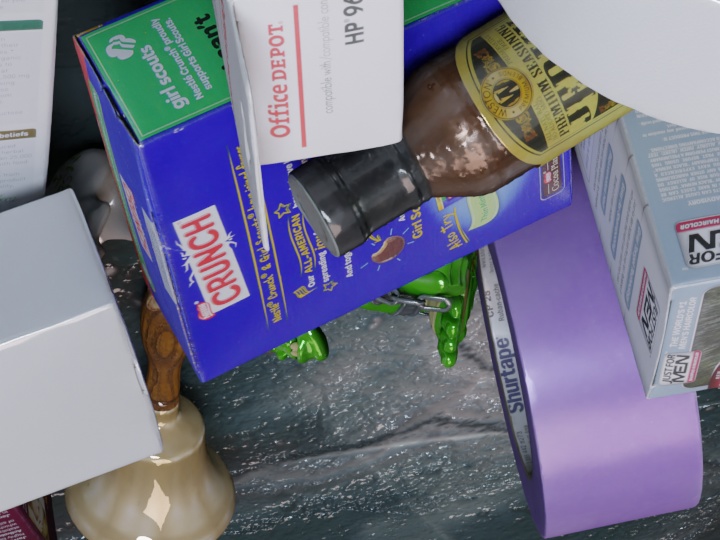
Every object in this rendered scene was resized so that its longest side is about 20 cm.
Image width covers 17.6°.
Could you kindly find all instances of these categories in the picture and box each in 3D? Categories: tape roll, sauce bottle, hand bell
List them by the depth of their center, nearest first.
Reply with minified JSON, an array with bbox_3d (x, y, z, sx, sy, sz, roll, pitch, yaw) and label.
[{"bbox_3d":[0.147,-0.150,0.911,0.202,0.203,0.071,-4,143,-13],"label":"tape roll"},{"bbox_3d":[0.065,-0.072,0.956,0.200,0.065,0.065,-33,151,-8],"label":"sauce bottle"},{"bbox_3d":[0.115,0.035,1.224,0.085,0.201,0.200,-11,150,0],"label":"tape roll"},{"bbox_3d":[-0.115,0.065,1.333,0.104,0.104,0.200,-4,136,-14],"label":"hand bell"}]

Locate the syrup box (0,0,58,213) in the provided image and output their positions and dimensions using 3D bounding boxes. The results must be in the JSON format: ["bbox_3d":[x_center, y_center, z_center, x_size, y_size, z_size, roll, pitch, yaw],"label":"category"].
[{"bbox_3d":[-0.173,-0.106,0.995,0.081,0.079,0.200,-4,149,-14],"label":"syrup box"}]

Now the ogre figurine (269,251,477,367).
[{"bbox_3d":[0.000,0.000,1.210,0.119,0.200,0.099,9,108,5],"label":"ogre figurine"}]

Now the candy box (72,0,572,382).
[{"bbox_3d":[-0.010,-0.063,1.029,0.199,0.077,0.169,-26,144,-13],"label":"candy box"}]

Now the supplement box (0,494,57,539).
[{"bbox_3d":[-0.235,0.090,1.278,0.085,0.111,0.200,-13,150,3],"label":"supplement box"}]

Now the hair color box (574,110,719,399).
[{"bbox_3d":[0.135,-0.056,1.032,0.060,0.201,0.099,-9,150,-5],"label":"hair color box"}]

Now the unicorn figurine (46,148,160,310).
[{"bbox_3d":[-0.165,-0.002,1.153,0.200,0.138,0.074,-33,138,6],"label":"unicorn figurine"}]

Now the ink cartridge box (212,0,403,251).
[{"bbox_3d":[-0.026,-0.122,0.899,0.068,0.201,0.116,-10,151,-4],"label":"ink cartridge box"}]

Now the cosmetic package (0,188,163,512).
[{"bbox_3d":[-0.198,0.056,1.030,0.199,0.081,0.113,-20,140,-10],"label":"cosmetic package"}]
